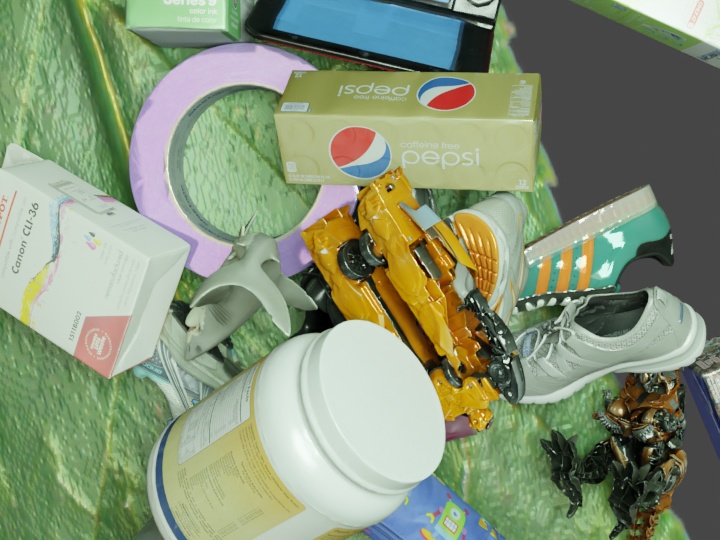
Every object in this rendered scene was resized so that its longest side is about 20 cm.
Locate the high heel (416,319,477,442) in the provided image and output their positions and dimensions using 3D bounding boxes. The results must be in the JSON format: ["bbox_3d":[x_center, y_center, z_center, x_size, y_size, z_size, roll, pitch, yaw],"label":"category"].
[{"bbox_3d":[0.035,0.064,0.978,0.095,0.067,0.202,-14,95,0],"label":"high heel"}]

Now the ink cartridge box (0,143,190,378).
[{"bbox_3d":[-0.254,-0.013,0.951,0.199,0.067,0.117,29,112,17],"label":"ink cartridge box"}]

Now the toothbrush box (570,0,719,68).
[{"bbox_3d":[0.250,-0.275,0.927,0.198,0.086,0.147,25,96,-1],"label":"toothbrush box"}]

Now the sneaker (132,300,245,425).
[{"bbox_3d":[-0.120,0.124,0.998,0.086,0.078,0.200,-44,85,18],"label":"sneaker"}]

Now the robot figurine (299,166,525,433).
[{"bbox_3d":[0.046,0.030,0.846,0.145,0.058,0.201,-30,95,46],"label":"robot figurine"}]

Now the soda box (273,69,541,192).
[{"bbox_3d":[0.039,-0.108,0.871,0.198,0.064,0.068,4,132,12],"label":"soda box"}]

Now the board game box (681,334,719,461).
[{"bbox_3d":[0.396,0.111,0.950,0.198,0.097,0.161,-24,94,5],"label":"board game box"}]

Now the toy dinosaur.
[{"bbox_3d":[0.241,0.163,0.963,0.135,0.102,0.202,-14,89,-39],"label":"toy dinosaur"}]

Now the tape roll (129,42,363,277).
[{"bbox_3d":[-0.095,-0.091,0.972,0.198,0.066,0.203,0,95,3],"label":"tape roll"}]

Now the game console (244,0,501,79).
[{"bbox_3d":[0.023,-0.250,0.924,0.198,0.119,0.174,13,96,1],"label":"game console"}]

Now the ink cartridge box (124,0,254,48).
[{"bbox_3d":[-0.134,-0.288,0.914,0.086,0.145,0.202,1,95,2],"label":"ink cartridge box"}]

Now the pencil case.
[{"bbox_3d":[0.038,0.206,0.960,0.200,0.087,0.078,43,133,-17],"label":"pencil case"}]

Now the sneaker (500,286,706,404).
[{"bbox_3d":[0.178,0.051,0.936,0.199,0.075,0.082,-20,134,30],"label":"sneaker"}]

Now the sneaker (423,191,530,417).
[{"bbox_3d":[0.102,0.028,0.907,0.075,0.092,0.202,27,131,26],"label":"sneaker"}]

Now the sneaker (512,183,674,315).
[{"bbox_3d":[0.175,0.005,0.964,0.199,0.071,0.080,-28,90,4],"label":"sneaker"}]

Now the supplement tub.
[{"bbox_3d":[-0.048,0.135,0.833,0.199,0.144,0.145,-35,93,34],"label":"supplement tub"}]

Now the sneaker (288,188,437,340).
[{"bbox_3d":[0.000,0.000,0.927,0.090,0.076,0.202,6,108,-38],"label":"sneaker"}]

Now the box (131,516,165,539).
[{"bbox_3d":[-0.130,0.260,0.932,0.097,0.200,0.125,-36,93,17],"label":"box"}]

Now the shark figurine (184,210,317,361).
[{"bbox_3d":[-0.072,0.011,0.869,0.089,0.214,0.129,32,71,-7],"label":"shark figurine"}]
